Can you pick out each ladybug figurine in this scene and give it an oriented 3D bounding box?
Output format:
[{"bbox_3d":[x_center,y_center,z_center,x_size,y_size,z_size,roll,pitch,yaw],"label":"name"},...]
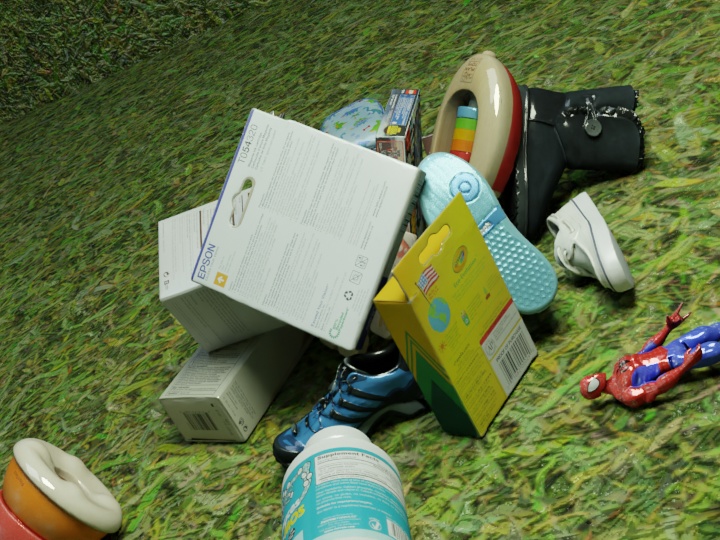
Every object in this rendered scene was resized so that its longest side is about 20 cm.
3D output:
[{"bbox_3d":[0.140,-0.155,1.201,0.071,0.203,0.135,9,8,-28],"label":"ladybug figurine"}]

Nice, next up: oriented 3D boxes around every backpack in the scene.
[{"bbox_3d":[0.006,-0.170,1.536,0.162,0.155,0.200,-29,12,15],"label":"backpack"}]

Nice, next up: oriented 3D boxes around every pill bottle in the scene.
[{"bbox_3d":[-0.013,0.219,0.868,0.110,0.112,0.201,-25,25,7],"label":"pill bottle"}]

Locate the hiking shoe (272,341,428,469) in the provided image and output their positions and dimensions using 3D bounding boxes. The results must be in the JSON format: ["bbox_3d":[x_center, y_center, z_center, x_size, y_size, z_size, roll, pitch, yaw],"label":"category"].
[{"bbox_3d":[-0.011,0.129,1.053,0.198,0.087,0.074,-30,26,-1],"label":"hiking shoe"}]

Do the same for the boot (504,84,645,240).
[{"bbox_3d":[0.260,-0.130,1.232,0.166,0.203,0.076,2,-10,-2],"label":"boot"}]

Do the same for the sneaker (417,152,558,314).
[{"bbox_3d":[0.130,-0.031,1.095,0.079,0.201,0.131,-36,-11,2],"label":"sneaker"}]

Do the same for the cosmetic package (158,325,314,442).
[{"bbox_3d":[-0.142,0.111,1.234,0.104,0.072,0.201,-6,35,37],"label":"cosmetic package"}]

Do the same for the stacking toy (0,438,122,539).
[{"bbox_3d":[-0.370,0.298,1.105,0.201,0.146,0.146,-50,29,-5],"label":"stacking toy"}]

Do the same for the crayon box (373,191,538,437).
[{"bbox_3d":[0.089,0.042,0.978,0.050,0.201,0.127,0,37,44],"label":"crayon box"}]

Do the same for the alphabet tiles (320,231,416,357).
[{"bbox_3d":[0.000,0.000,1.204,0.195,0.014,0.203,24,100,58],"label":"alphabet tiles"}]

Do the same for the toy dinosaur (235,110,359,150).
[{"bbox_3d":[-0.091,-0.113,1.262,0.198,0.103,0.137,-14,56,-21],"label":"toy dinosaur"}]

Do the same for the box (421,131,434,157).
[{"bbox_3d":[0.171,-0.173,1.358,0.099,0.076,0.200,-11,9,31],"label":"box"}]

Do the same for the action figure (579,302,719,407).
[{"bbox_3d":[0.288,0.071,0.903,0.198,0.052,0.066,-26,30,13],"label":"action figure"}]

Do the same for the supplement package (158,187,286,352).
[{"bbox_3d":[-0.119,-0.011,1.182,0.198,0.122,0.121,-18,51,11],"label":"supplement package"}]

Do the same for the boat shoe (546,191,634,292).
[{"bbox_3d":[0.240,-0.025,1.096,0.065,0.072,0.201,-28,25,12],"label":"boat shoe"}]

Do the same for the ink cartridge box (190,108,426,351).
[{"bbox_3d":[-0.055,-0.044,1.065,0.198,0.199,0.043,22,3,18],"label":"ink cartridge box"}]

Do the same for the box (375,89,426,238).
[{"bbox_3d":[0.054,-0.108,1.286,0.039,0.202,0.138,2,34,11],"label":"box"}]
